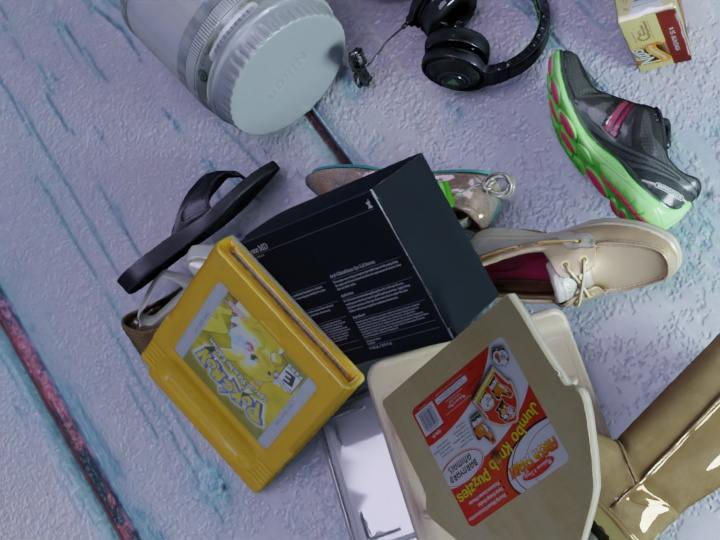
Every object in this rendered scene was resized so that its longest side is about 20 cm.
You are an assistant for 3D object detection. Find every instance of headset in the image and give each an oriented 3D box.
[{"bbox_3d":[0.086,-0.225,1.281,0.199,0.094,0.124,-13,67,2],"label":"headset"}]

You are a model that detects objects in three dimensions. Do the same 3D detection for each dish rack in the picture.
[{"bbox_3d":[0.059,0.165,1.193,0.199,0.044,0.172,-23,69,14],"label":"dish rack"}]

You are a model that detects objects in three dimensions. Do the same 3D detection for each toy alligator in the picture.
[{"bbox_3d":[0.040,-0.059,1.189,0.199,0.054,0.060,-14,83,17],"label":"toy alligator"}]

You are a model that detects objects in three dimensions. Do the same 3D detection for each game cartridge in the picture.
[{"bbox_3d":[-0.107,0.091,1.200,0.176,0.032,0.200,46,132,8],"label":"game cartridge"}]

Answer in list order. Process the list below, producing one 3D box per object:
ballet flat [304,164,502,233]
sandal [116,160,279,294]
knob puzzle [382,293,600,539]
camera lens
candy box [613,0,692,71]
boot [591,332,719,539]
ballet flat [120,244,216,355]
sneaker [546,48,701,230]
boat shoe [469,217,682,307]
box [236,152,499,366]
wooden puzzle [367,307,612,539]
[{"bbox_3d":[0.034,-0.062,1.245,0.199,0.068,0.068,2,69,23],"label":"ballet flat"},{"bbox_3d":[-0.163,-0.056,1.289,0.200,0.075,0.048,-39,88,-19],"label":"sandal"},{"bbox_3d":[0.119,0.145,1.030,0.219,0.030,0.221,8,102,45],"label":"knob puzzle"},{"bbox_3d":[-0.132,-0.252,1.312,0.160,0.160,0.200,-46,65,5],"label":"camera lens"},{"bbox_3d":[0.252,-0.297,1.195,0.055,0.115,0.201,-12,72,18],"label":"candy box"},{"bbox_3d":[0.239,0.119,1.083,0.200,0.066,0.175,-40,89,-10],"label":"boot"},{"bbox_3d":[-0.159,0.017,1.280,0.200,0.072,0.068,-35,30,25],"label":"ballet flat"},{"bbox_3d":[0.234,-0.122,1.191,0.084,0.077,0.200,-29,69,-8],"label":"sneaker"},{"bbox_3d":[0.181,0.002,1.159,0.199,0.074,0.069,-4,33,28],"label":"boat shoe"},{"bbox_3d":[0.000,0.000,1.132,0.200,0.079,0.142,-18,107,48],"label":"box"},{"bbox_3d":[0.119,0.152,1.128,0.184,0.046,0.201,-17,75,-4],"label":"wooden puzzle"}]
